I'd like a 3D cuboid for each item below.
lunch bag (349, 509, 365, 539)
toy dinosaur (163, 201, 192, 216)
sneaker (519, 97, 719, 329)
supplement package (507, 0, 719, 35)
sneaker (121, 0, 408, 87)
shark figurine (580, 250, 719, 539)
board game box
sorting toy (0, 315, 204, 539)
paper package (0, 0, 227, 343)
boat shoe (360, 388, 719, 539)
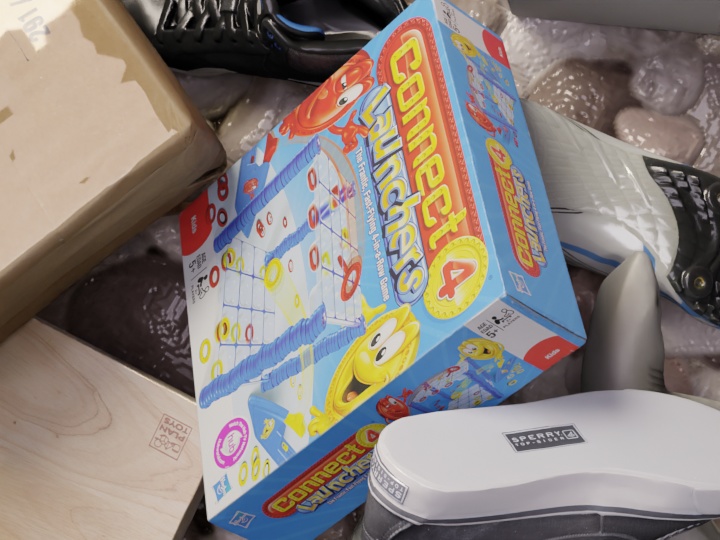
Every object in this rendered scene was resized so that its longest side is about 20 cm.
[{"bbox_3d":[0.069,0.204,0.861,0.199,0.139,0.169,29,100,11],"label":"lunch bag"},{"bbox_3d":[-0.193,-0.057,0.972,0.199,0.060,0.107,39,90,12],"label":"toy dinosaur"},{"bbox_3d":[0.134,-0.027,0.910,0.198,0.072,0.072,28,77,-2],"label":"sneaker"},{"bbox_3d":[0.173,-0.189,0.888,0.197,0.117,0.119,7,86,10],"label":"supplement package"},{"bbox_3d":[-0.059,-0.143,0.929,0.198,0.112,0.074,12,85,11],"label":"sneaker"},{"bbox_3d":[0.151,0.115,0.850,0.128,0.089,0.215,-47,71,32],"label":"shark figurine"},{"bbox_3d":[0.000,0.000,0.846,0.195,0.056,0.201,-40,42,29],"label":"board game box"},{"bbox_3d":[-0.190,0.128,0.947,0.198,0.070,0.201,26,89,12],"label":"sorting toy"},{"bbox_3d":[-0.198,-0.082,0.886,0.190,0.104,0.201,-37,81,-4],"label":"paper package"},{"bbox_3d":[0.094,0.102,0.776,0.198,0.072,0.068,-3,124,-24],"label":"boat shoe"}]
